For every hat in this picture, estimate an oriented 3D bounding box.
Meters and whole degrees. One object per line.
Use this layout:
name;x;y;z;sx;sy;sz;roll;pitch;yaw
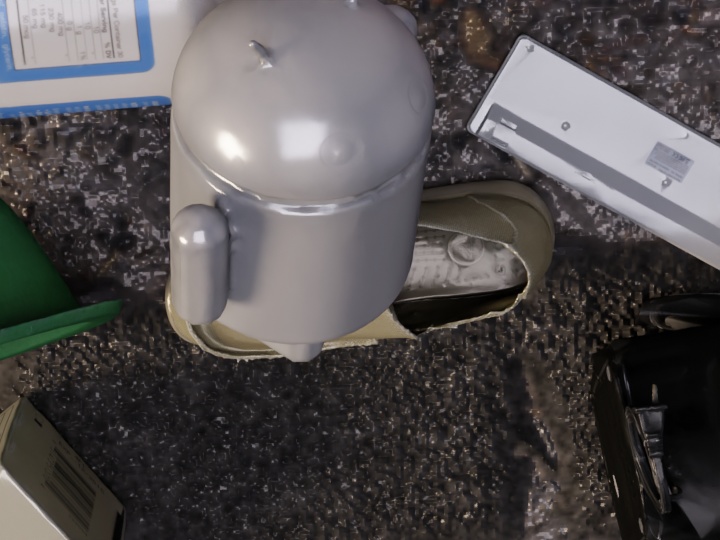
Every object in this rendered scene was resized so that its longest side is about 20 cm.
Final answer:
hat;-0.212;-0.040;1.023;0.165;0.200;0.177;-17;88;-23

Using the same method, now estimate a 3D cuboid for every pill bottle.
pill bottle;-0.122;-0.129;1.009;0.199;0.112;0.113;-4;108;-2

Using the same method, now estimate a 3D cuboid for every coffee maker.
coffee maker;0.222;0.080;1.053;0.199;0.192;0.135;-12;100;0

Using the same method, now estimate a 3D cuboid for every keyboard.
keyboard;0.152;-0.048;1.105;0.199;0.011;0.056;28;99;-12

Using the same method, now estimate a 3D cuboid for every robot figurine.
robot figurine;-0.028;-0.046;0.960;0.113;0.170;0.200;27;143;15

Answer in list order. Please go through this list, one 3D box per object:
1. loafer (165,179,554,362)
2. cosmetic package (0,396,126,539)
loafer;0.000;0.000;1.079;0.199;0.068;0.076;-14;108;1
cosmetic package;-0.222;0.168;1.104;0.200;0.103;0.087;-37;105;10
